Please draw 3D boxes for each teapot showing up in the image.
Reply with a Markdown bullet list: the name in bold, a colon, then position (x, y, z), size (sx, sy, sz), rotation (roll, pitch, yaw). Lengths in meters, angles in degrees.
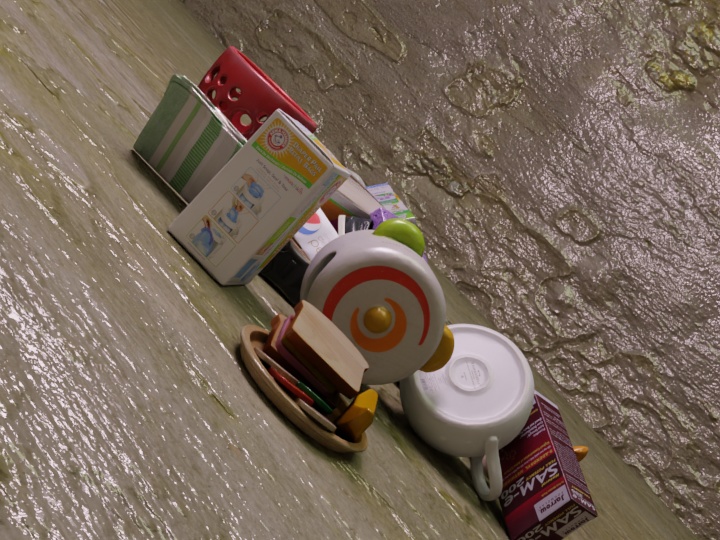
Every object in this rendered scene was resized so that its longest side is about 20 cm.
- **teapot**: position (0.143, 0.185, 1.503), size (0.197, 0.200, 0.147), rotation (25, -37, 16)

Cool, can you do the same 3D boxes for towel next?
- **towel**: position (-0.208, -0.145, 1.459), size (0.200, 0.153, 0.023), rotation (45, 37, 6)

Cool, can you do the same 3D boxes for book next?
- **book**: position (-0.069, -0.099, 1.830), size (0.133, 0.199, 0.048), rotation (38, 53, -41)

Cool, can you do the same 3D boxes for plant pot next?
- **plant pot**: position (-0.202, -0.245, 1.832), size (0.200, 0.183, 0.200), rotation (43, 8, -8)

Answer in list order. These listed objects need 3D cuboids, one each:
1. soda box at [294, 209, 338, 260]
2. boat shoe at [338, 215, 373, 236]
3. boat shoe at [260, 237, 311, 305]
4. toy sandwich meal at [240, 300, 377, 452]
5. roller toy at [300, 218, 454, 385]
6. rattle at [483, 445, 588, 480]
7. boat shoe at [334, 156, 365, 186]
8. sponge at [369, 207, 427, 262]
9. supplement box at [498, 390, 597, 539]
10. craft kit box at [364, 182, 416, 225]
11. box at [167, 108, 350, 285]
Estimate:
- **soda box**: position (-0.070, -0.034, 1.622), size (0.201, 0.063, 0.068), rotation (57, -25, 12)
- **boat shoe**: position (0.000, 0.001, 1.702), size (0.075, 0.066, 0.200), rotation (86, 1, -55)
- **boat shoe**: position (-0.119, -0.023, 1.535), size (0.200, 0.076, 0.074), rotation (51, 1, -9)
- **toy sandwich meal**: position (-0.046, 0.111, 1.172), size (0.205, 0.070, 0.205), rotation (43, 8, -7)
- **roller toy**: position (0.016, 0.050, 1.406), size (0.140, 0.181, 0.201), rotation (-113, -173, -75)
- **rattle**: position (0.226, 0.247, 1.647), size (0.130, 0.143, 0.200), rotation (16, 29, -29)
- **boat shoe**: position (-0.063, -0.276, 3.192), size (0.200, 0.072, 0.069), rotation (49, 27, -19)
- **sponge**: position (0.075, 0.002, 1.747), size (0.111, 0.030, 0.201), rotation (32, 37, -46)
- **supplement box**: position (0.237, 0.273, 1.484), size (0.061, 0.109, 0.201), rotation (35, 25, -31)
- **craft kit box**: position (-0.015, -0.098, 2.045), size (0.198, 0.199, 0.049), rotation (-122, -157, -65)
- **box**: position (-0.121, -0.087, 1.343), size (0.101, 0.200, 0.112), rotation (45, 8, 7)
